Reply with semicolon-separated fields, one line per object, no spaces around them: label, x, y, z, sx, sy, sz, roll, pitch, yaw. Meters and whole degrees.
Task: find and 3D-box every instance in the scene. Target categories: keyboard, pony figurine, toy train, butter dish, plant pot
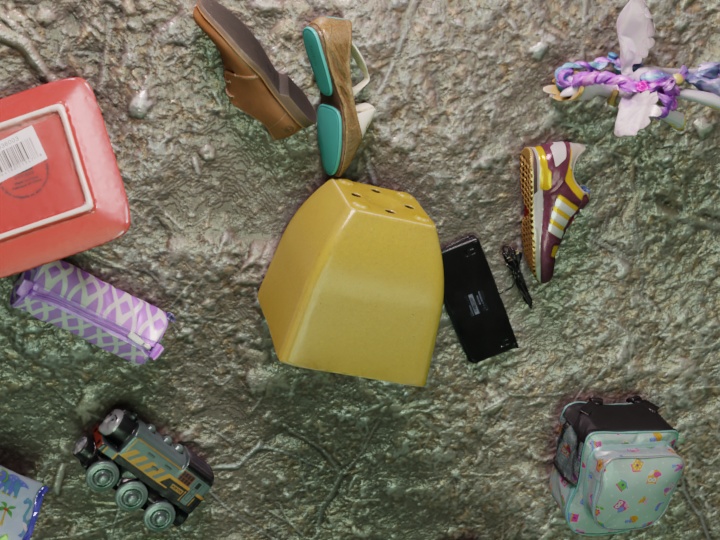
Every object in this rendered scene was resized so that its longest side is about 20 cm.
keyboard;0.180;0.034;1.531;0.127;0.021;0.200;-21;121;5
pony figurine;0.348;-0.229;1.347;0.199;0.193;0.167;6;83;-16
toy train;-0.298;0.273;1.512;0.114;0.085;0.200;-47;117;-1
butter dish;-0.368;-0.093;1.265;0.199;0.148;0.200;-19;80;-1
plant pot;0.000;0.000;1.374;0.193;0.196;0.201;11;110;-19

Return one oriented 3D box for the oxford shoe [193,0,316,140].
oxford shoe;-0.138;-0.231;1.285;0.071;0.071;0.200;-29;118;20

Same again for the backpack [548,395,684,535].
backpack;0.382;0.310;1.654;0.175;0.153;0.201;-1;124;-19

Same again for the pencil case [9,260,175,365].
pencil case;-0.339;0.052;1.376;0.200;0.086;0.084;28;106;-24

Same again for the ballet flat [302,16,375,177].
ballet flat;-0.020;-0.213;1.332;0.072;0.068;0.201;-22;118;-24

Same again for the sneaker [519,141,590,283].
sneaker;0.264;-0.074;1.461;0.090;0.075;0.201;-8;120;-3

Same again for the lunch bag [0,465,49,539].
lunch bag;-0.540;0.318;1.450;0.170;0.128;0.200;34;135;-26
